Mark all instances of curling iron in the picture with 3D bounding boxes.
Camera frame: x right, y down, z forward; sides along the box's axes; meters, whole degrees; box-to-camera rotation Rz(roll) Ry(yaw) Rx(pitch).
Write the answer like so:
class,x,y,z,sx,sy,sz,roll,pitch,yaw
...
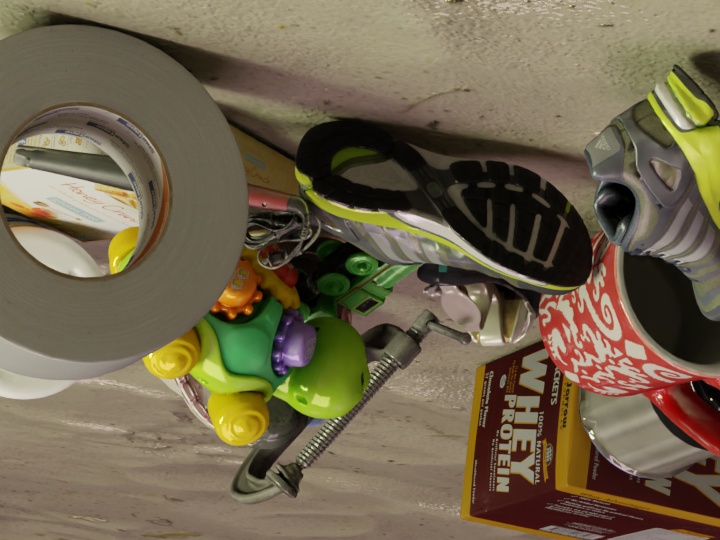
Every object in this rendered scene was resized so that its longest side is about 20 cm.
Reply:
class,x,y,z,sx,sy,sz,roll,pitch,yaw
curling iron,-0.122,-0.046,1.575,0.199,0.050,0.026,17,-172,3

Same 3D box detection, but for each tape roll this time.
class,x,y,z,sx,sy,sz,roll,pitch,yaw
tape roll,-0.169,-0.039,1.471,0.200,0.201,0.066,13,165,-18

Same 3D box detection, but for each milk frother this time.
class,x,y,z,sx,sy,sz,roll,pitch,yaw
milk frother,0.278,0.127,1.855,0.180,0.201,0.188,8,165,-17

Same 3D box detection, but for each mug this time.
class,x,y,z,sx,sy,sz,roll,pitch,yaw
mug,0.195,0.038,1.642,0.133,0.178,0.200,5,169,-14

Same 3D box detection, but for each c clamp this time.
class,x,y,z,sx,sy,sz,roll,pitch,yaw
c clamp,-0.018,0.098,1.811,0.027,0.200,0.171,44,177,-17

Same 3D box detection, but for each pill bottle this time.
class,x,y,z,sx,sy,sz,roll,pitch,yaw
pill bottle,-0.256,0.020,1.803,0.119,0.120,0.200,13,-178,-18

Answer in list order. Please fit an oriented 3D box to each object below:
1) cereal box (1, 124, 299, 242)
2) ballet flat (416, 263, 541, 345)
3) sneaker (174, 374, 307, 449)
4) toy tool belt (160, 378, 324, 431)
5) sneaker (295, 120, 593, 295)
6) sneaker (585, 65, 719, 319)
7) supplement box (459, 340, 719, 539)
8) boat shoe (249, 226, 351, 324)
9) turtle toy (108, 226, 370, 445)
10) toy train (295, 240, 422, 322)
class,x,y,z,sx,sy,sz,roll,pitch,yaw
cereal box,-0.150,-0.062,1.671,0.200,0.040,0.144,-5,160,35
ballet flat,0.086,0.015,1.784,0.073,0.073,0.200,1,163,21
sneaker,-0.111,0.032,1.772,0.200,0.076,0.116,49,162,19
toy tool belt,-0.065,0.077,1.969,0.123,0.125,0.200,6,167,34
sneaker,0.051,-0.033,1.595,0.200,0.074,0.081,22,155,1
sneaker,0.179,-0.035,1.460,0.081,0.074,0.200,-26,138,1
supplement box,0.215,0.144,2.052,0.197,0.133,0.200,14,163,-20
boat shoe,-0.038,0.017,1.815,0.072,0.072,0.200,-8,164,3
turtle toy,-0.075,0.036,1.648,0.101,0.146,0.200,-38,125,8
toy train,0.000,0.000,1.704,0.056,0.042,0.200,29,132,-33
